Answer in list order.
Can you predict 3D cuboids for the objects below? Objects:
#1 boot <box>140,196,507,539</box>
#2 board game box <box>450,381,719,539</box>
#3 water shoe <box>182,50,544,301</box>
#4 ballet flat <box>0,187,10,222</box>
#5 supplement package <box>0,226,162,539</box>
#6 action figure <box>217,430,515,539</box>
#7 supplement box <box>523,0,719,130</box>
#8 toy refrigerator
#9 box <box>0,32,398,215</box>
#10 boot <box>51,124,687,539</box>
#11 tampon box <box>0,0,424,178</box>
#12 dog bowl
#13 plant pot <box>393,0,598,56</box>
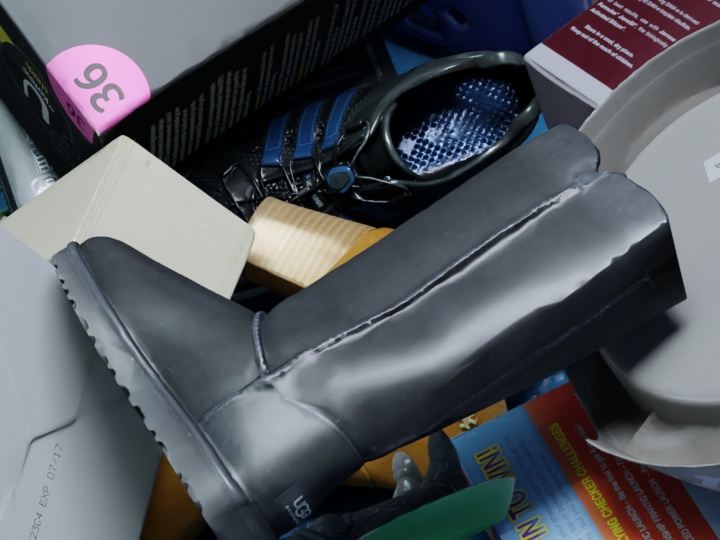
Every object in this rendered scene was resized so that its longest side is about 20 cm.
[{"bbox_3d":[-0.015,0.076,1.012,0.144,0.071,0.202,24,82,13],"label":"boot"},{"bbox_3d":[0.162,0.102,0.914,0.195,0.056,0.200,-26,42,-2],"label":"board game box"},{"bbox_3d":[-0.008,-0.051,1.077,0.200,0.072,0.079,-30,0,-11],"label":"water shoe"},{"bbox_3d":[-0.126,-0.056,1.186,0.200,0.070,0.067,-39,19,-16],"label":"ballet flat"},{"bbox_3d":[-0.208,0.102,0.954,0.200,0.147,0.192,-15,49,37],"label":"supplement package"},{"bbox_3d":[-0.046,0.126,0.902,0.200,0.118,0.055,-28,82,-27],"label":"action figure"},{"bbox_3d":[0.179,-0.104,1.077,0.200,0.109,0.061,-37,44,-13],"label":"supplement box"},{"bbox_3d":[-0.137,0.016,1.048,0.200,0.076,0.070,-30,31,48],"label":"toy refrigerator"},{"bbox_3d":[-0.088,-0.092,1.149,0.199,0.051,0.158,-19,76,-11],"label":"box"},{"bbox_3d":[0.001,0.001,0.894,0.200,0.066,0.165,-34,55,-5],"label":"boot"},{"bbox_3d":[-0.082,-0.149,1.074,0.200,0.126,0.150,-35,79,-16],"label":"tampon box"},{"bbox_3d":[0.157,-0.004,0.898,0.200,0.059,0.201,-23,48,28],"label":"dog bowl"},{"bbox_3d":[0.100,-0.215,1.167,0.200,0.200,0.180,-39,50,-17],"label":"plant pot"}]
